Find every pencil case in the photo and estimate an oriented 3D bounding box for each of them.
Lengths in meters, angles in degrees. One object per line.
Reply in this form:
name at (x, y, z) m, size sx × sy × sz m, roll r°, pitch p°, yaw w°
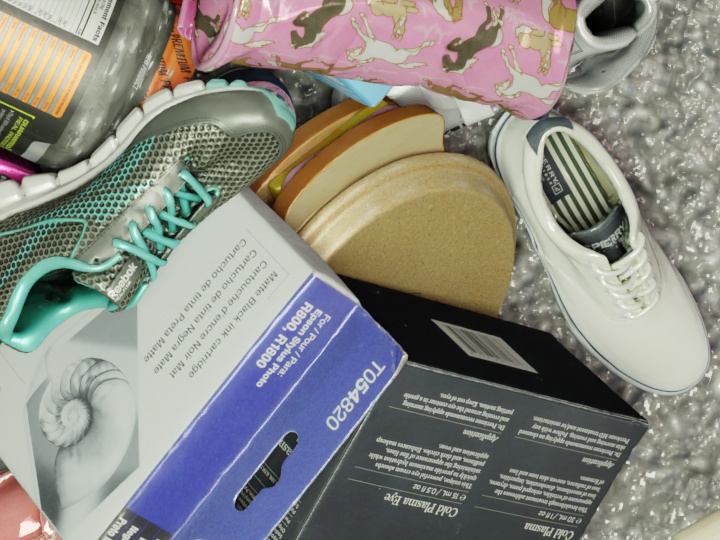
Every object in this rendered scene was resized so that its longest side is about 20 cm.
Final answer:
pencil case at (0.010, -0.128, 1.529) m, size 0.199 × 0.083 × 0.087 m, roll 8°, pitch 123°, yaw -21°

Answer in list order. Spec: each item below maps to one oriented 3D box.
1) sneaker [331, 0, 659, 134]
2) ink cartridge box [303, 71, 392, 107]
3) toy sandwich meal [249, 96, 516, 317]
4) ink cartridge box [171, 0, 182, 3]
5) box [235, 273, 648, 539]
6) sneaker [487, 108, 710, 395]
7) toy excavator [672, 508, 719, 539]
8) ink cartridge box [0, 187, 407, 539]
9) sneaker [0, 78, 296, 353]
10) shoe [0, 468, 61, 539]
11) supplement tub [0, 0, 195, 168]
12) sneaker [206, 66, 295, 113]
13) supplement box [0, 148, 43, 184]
sneaker at (0.081, -0.124, 1.661) m, size 0.200 × 0.115 × 0.075 m, roll -26°, pitch 101°, yaw -7°
ink cartridge box at (-0.041, -0.207, 1.605) m, size 0.200 × 0.125 × 0.129 m, roll 41°, pitch 89°, yaw -24°
toy sandwich meal at (0.000, 0.000, 1.665) m, size 0.205 × 0.070 × 0.206 m, roll -25°, pitch 137°, yaw -26°
ink cartridge box at (-0.184, -0.206, 1.633) m, size 0.176 × 0.045 × 0.201 m, roll -6°, pitch 99°, yaw -10°
box at (0.021, 0.116, 1.627) m, size 0.200 × 0.104 × 0.182 m, roll 16°, pitch 109°, yaw -41°
sneaker at (0.139, -0.006, 1.709) m, size 0.073 × 0.071 × 0.200 m, roll -38°, pitch 106°, yaw -4°
toy excavator at (0.217, 0.208, 1.688) m, size 0.100 × 0.200 × 0.195 m, roll -28°, pitch 102°, yaw -7°
ink cartridge box at (-0.098, 0.056, 1.557) m, size 0.200 × 0.200 × 0.041 m, roll -52°, pitch 142°, yaw 8°
sneaker at (-0.115, -0.021, 1.514) m, size 0.200 × 0.091 × 0.078 m, roll -29°, pitch 137°, yaw 19°
shoe at (-0.154, 0.108, 1.646) m, size 0.200 × 0.091 × 0.072 m, roll -21°, pitch 58°, yaw -12°
supplement tub at (-0.189, -0.132, 1.556) m, size 0.200 × 0.123 × 0.123 m, roll 26°, pitch 92°, yaw -13°
sneaker at (-0.105, -0.026, 1.652) m, size 0.070 × 0.082 × 0.200 m, roll 31°, pitch 90°, yaw -14°
supplement box at (-0.280, -0.045, 1.605) m, size 0.200 × 0.103 × 0.101 m, roll 21°, pitch 94°, yaw -12°
